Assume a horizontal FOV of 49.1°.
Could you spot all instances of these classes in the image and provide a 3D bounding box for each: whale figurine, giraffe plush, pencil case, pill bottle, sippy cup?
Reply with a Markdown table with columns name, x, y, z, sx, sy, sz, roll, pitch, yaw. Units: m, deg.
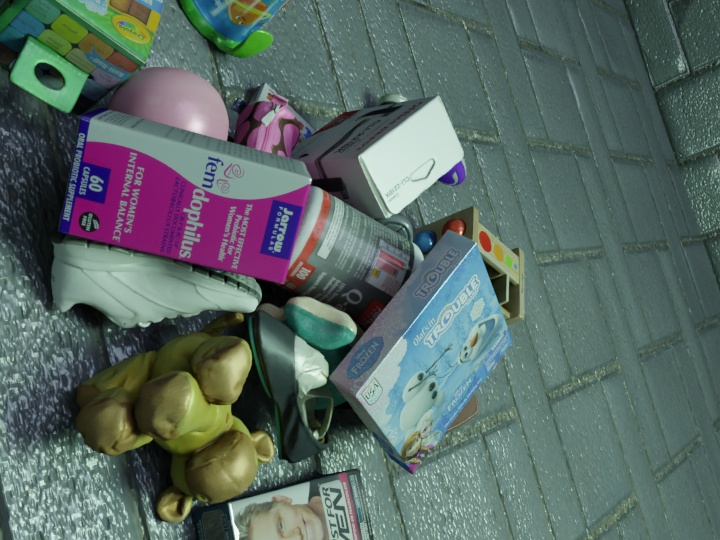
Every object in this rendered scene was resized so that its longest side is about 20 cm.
| name | x | y | z | sx | sy | sz | roll | pitch | yaw |
| --- | --- | --- | --- | --- | --- | --- | --- | --- | --- |
| whale figurine | -0.051 | 0.091 | 0.850 | 0.158 | 0.200 | 0.104 | 24 | 74 | 2 |
| giraffe plush | -0.155 | 0.150 | 0.738 | 0.200 | 0.171 | 0.164 | -104 | 175 | -76 |
| pencil case | -0.118 | -0.106 | 0.888 | 0.090 | 0.094 | 0.201 | 23 | 47 | -21 |
| pill bottle | 0.000 | 0.000 | 0.891 | 0.199 | 0.116 | 0.117 | 28 | 50 | -19 |
| sippy cup | -0.142 | -0.370 | 0.992 | 0.179 | 0.130 | 0.140 | 60 | 37 | -11 |

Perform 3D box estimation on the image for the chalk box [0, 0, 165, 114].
| name | x | y | z | sx | sy | sz | roll | pitch | yaw |
| --- | --- | --- | --- | --- | --- | --- | --- | --- | --- |
| chalk box | -0.279 | -0.249 | 0.768 | 0.124 | 0.123 | 0.202 | 32 | 50 | -38 |

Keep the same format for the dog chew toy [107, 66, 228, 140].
| name | x | y | z | sx | sy | sz | roll | pitch | yaw |
| --- | --- | --- | --- | --- | --- | --- | --- | --- | --- |
| dog chew toy | -0.198 | -0.100 | 0.807 | 0.124 | 0.124 | 0.202 | 5 | 84 | -50 |

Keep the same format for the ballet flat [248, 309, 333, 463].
| name | x | y | z | sx | sy | sz | roll | pitch | yaw |
| --- | --- | --- | --- | --- | --- | --- | --- | --- | --- |
| ballet flat | -0.062 | 0.115 | 0.783 | 0.073 | 0.072 | 0.201 | -61 | 153 | -46 |

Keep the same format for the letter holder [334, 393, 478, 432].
| name | x | y | z | sx | sy | sz | roll | pitch | yaw |
| --- | --- | --- | --- | --- | --- | --- | --- | --- | --- |
| letter holder | 0.055 | 0.147 | 1.020 | 0.199 | 0.100 | 0.144 | -4 | 78 | -52 |

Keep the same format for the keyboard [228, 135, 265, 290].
| name | x | y | z | sx | sy | sz | roll | pitch | yaw |
| --- | --- | --- | --- | --- | --- | --- | --- | --- | --- |
| keyboard | -0.143 | -0.057 | 0.933 | 0.127 | 0.020 | 0.201 | 41 | 46 | -32 |

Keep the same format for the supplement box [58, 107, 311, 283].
| name | x | y | z | sx | sy | sz | roll | pitch | yaw |
| --- | --- | --- | --- | --- | --- | --- | --- | --- | --- |
| supplement box | -0.153 | -0.069 | 0.709 | 0.198 | 0.103 | 0.102 | 13 | 103 | -13 |

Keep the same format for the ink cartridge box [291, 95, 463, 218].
| name | x | y | z | sx | sy | sz | roll | pitch | yaw |
| --- | --- | --- | --- | --- | --- | --- | --- | --- | --- |
| ink cartridge box | 0.005 | -0.136 | 0.969 | 0.144 | 0.199 | 0.084 | -40 | 116 | -27 |

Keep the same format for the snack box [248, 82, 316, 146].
| name | x | y | z | sx | sy | sz | roll | pitch | yaw |
| --- | --- | --- | --- | --- | --- | --- | --- | --- | --- |
| snack box | -0.075 | -0.159 | 1.063 | 0.200 | 0.024 | 0.072 | 41 | 46 | -32 |

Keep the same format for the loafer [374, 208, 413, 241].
| name | x | y | z | sx | sy | sz | roll | pitch | yaw |
| --- | --- | --- | --- | --- | --- | --- | --- | --- | --- |
| loafer | 0.028 | -0.004 | 1.005 | 0.071 | 0.201 | 0.063 | 10 | 41 | -5 |

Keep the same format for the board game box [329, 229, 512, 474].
| name | x | y | z | sx | sy | sz | roll | pitch | yaw |
| --- | --- | --- | --- | --- | --- | --- | --- | --- | --- |
| board game box | 0.075 | 0.094 | 0.848 | 0.200 | 0.043 | 0.199 | -50 | 141 | -16 |

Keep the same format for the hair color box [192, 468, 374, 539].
| name | x | y | z | sx | sy | sz | roll | pitch | yaw |
| --- | --- | --- | --- | --- | --- | --- | --- | --- | --- |
| hair color box | -0.073 | 0.277 | 0.828 | 0.199 | 0.060 | 0.101 | 1 | 72 | -50 |

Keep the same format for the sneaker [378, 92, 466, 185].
| name | x | y | z | sx | sy | sz | roll | pitch | yaw |
| --- | --- | --- | --- | --- | --- | --- | --- | --- | --- |
| sneaker | 0.088 | -0.179 | 1.250 | 0.200 | 0.069 | 0.100 | 38 | 53 | -29 |

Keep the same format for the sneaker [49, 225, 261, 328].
| name | x | y | z | sx | sy | sz | roll | pitch | yaw |
| --- | --- | --- | --- | --- | --- | --- | --- | --- | --- |
| sneaker | -0.193 | 0.013 | 0.747 | 0.198 | 0.088 | 0.075 | 13 | 20 | -14 |

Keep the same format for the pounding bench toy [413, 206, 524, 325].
| name | x | y | z | sx | sy | sz | roll | pitch | yaw |
| --- | --- | --- | --- | --- | --- | --- | --- | --- | --- |
| pounding bench toy | 0.149 | 0.034 | 1.170 | 0.156 | 0.124 | 0.202 | 35 | 49 | -36 |
